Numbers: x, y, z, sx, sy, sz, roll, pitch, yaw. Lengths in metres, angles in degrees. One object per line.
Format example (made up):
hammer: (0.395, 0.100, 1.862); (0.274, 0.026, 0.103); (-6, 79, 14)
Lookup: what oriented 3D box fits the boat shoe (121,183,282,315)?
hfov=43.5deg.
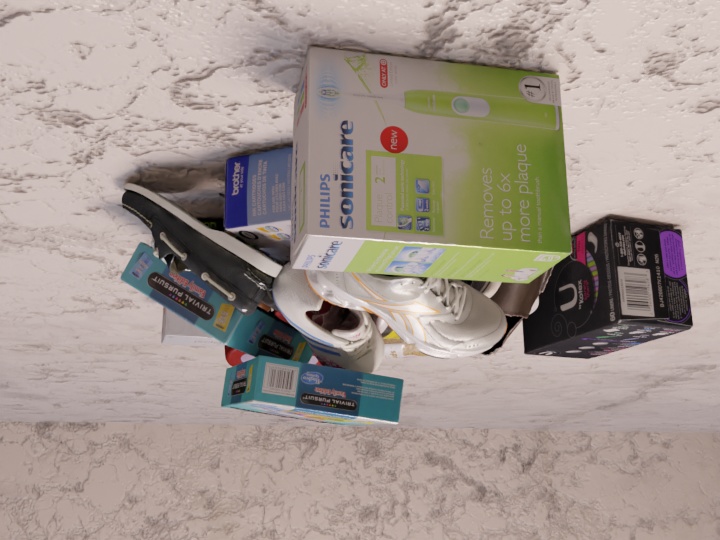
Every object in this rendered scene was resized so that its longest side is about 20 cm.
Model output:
boat shoe: (-0.167, -0.023, 0.870); (0.199, 0.061, 0.076); (28, 177, 31)

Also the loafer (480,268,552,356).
loafer: (0.157, 0.015, 0.908); (0.072, 0.072, 0.201); (8, 137, -5)

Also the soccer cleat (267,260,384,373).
soccer cleat: (-0.017, 0.063, 0.908); (0.086, 0.070, 0.200); (23, 164, 41)

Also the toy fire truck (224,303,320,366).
toy fire truck: (-0.105, 0.043, 1.204); (0.198, 0.113, 0.169); (5, 139, -18)

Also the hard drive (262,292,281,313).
hard drive: (-0.093, 0.032, 1.022); (0.131, 0.026, 0.200); (28, 174, 30)

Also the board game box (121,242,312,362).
board game box: (-0.151, 0.047, 1.007); (0.150, 0.047, 0.200); (28, 175, 24)

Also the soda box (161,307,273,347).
soda box: (-0.194, 0.077, 1.347); (0.198, 0.069, 0.064); (5, 163, -16)

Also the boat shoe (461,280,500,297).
boat shoe: (0.088, -0.040, 0.829); (0.092, 0.075, 0.201); (-12, 138, -19)

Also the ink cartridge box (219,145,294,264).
ink cartridge box: (-0.039, -0.061, 0.860); (0.198, 0.077, 0.136); (-8, 161, 21)

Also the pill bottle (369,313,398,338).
pill bottle: (0.085, 0.023, 1.068); (0.198, 0.116, 0.114); (2, 165, -30)

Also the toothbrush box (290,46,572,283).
toothbrush box: (0.050, -0.076, 0.687); (0.197, 0.147, 0.086); (4, 163, -11)

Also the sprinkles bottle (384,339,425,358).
sprinkles bottle: (0.071, 0.094, 1.318); (0.198, 0.069, 0.068); (-4, 164, 15)

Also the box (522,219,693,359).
box: (0.286, 0.029, 1.086); (0.105, 0.124, 0.200); (6, 162, -21)

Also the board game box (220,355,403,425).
board game box: (-0.058, 0.133, 0.965); (0.149, 0.048, 0.200); (11, 167, -15)

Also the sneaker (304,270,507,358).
sneaker: (0.051, 0.015, 0.806); (0.198, 0.076, 0.092); (22, 149, -13)

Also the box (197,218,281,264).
box: (-0.119, -0.027, 1.051); (0.197, 0.035, 0.110); (0, 164, -1)

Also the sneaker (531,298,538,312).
sneaker: (0.137, -0.038, 0.963); (0.078, 0.080, 0.201); (-12, 136, 18)
